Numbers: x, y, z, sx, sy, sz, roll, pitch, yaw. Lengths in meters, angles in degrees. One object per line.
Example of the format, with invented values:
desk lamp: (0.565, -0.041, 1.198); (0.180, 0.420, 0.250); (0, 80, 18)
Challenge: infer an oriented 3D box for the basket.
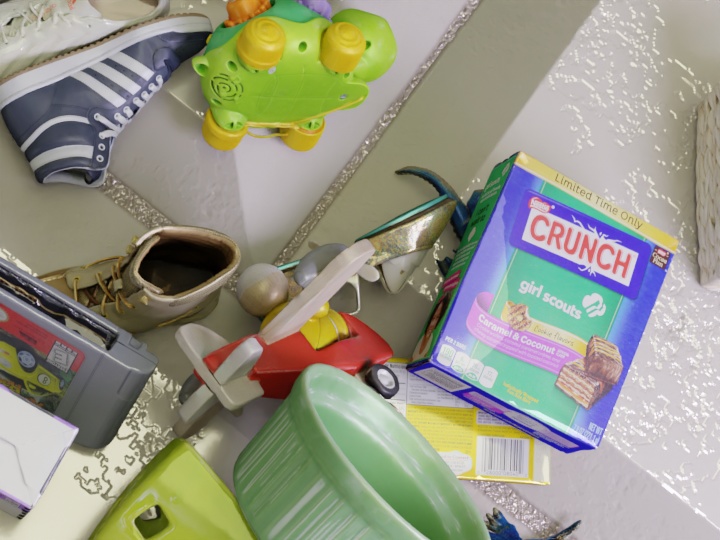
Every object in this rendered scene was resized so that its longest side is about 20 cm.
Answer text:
basket: (0.384, -0.077, 1.624); (0.134, 0.123, 0.202); (4, 77, -13)

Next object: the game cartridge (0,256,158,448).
game cartridge: (-0.271, 0.063, 1.430); (0.199, 0.133, 0.041); (31, 48, -4)

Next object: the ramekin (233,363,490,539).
ramekin: (-0.003, 0.177, 1.337); (0.200, 0.200, 0.098); (45, 103, -2)

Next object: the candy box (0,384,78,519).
candy box: (-0.312, 0.120, 1.370); (0.167, 0.200, 0.072); (30, 75, -6)

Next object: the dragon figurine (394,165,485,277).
dragon figurine: (0.107, -0.015, 1.576); (0.199, 0.059, 0.100); (31, 73, -7)

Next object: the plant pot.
plant pot: (-0.146, 0.265, 1.388); (0.181, 0.200, 0.199); (-41, 91, -9)

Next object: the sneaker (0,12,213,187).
sneaker: (-0.205, -0.141, 1.519); (0.198, 0.070, 0.109); (-22, 82, -12)

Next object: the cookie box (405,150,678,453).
cookie box: (0.157, 0.028, 1.514); (0.170, 0.075, 0.202); (27, 75, -12)

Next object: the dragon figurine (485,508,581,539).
dragon figurine: (0.121, 0.244, 1.484); (0.198, 0.099, 0.059); (9, 99, -32)

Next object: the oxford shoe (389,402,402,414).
oxford shoe: (0.015, 0.215, 1.489); (0.071, 0.071, 0.202); (-3, 96, -14)

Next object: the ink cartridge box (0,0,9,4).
ink cartridge box: (-0.409, -0.270, 1.487); (0.198, 0.084, 0.147); (-22, 85, -17)

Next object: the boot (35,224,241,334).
boot: (-0.201, 0.016, 1.442); (0.198, 0.155, 0.074); (-7, 80, -15)

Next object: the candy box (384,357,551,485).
candy box: (0.072, 0.132, 1.554); (0.198, 0.026, 0.103); (6, 77, -13)

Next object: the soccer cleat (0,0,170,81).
soccer cleat: (-0.258, -0.214, 1.516); (0.198, 0.078, 0.070); (-19, 84, -16)

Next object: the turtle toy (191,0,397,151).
turtle toy: (-0.055, -0.183, 1.539); (0.198, 0.146, 0.102); (-2, 56, -27)

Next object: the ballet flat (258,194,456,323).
ballet flat: (0.000, 0.000, 1.534); (0.198, 0.071, 0.071); (-23, 85, -3)

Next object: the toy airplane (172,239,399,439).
toy airplane: (-0.074, 0.056, 1.434); (0.198, 0.200, 0.142); (-21, 62, -6)
